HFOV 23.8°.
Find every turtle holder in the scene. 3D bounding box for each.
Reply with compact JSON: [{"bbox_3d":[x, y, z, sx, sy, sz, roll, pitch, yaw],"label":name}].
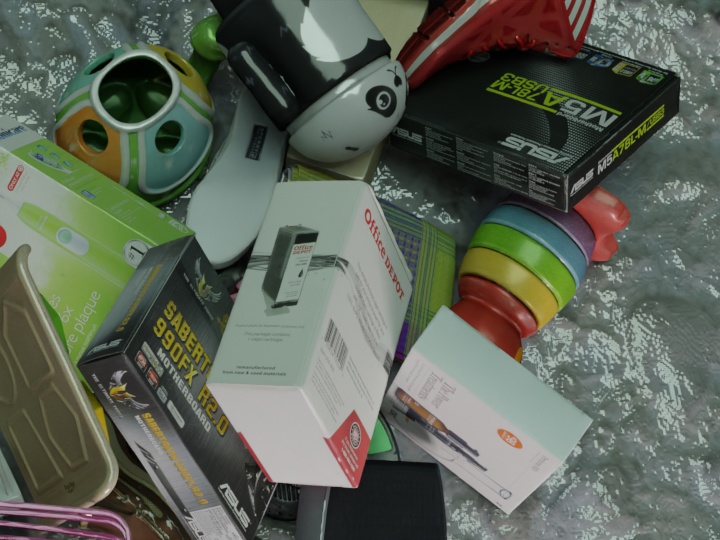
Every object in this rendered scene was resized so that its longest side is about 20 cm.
[{"bbox_3d":[-0.183,-0.138,1.517,0.185,0.132,0.142,-17,73,-14],"label":"turtle holder"}]

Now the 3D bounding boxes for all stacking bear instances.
[{"bbox_3d":[0.138,0.014,1.527,0.113,0.122,0.200,32,72,11],"label":"stacking bear"}]

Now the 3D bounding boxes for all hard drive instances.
[{"bbox_3d":[0.012,0.257,1.424,0.134,0.042,0.201,5,80,-18],"label":"hard drive"}]

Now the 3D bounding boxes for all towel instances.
[{"bbox_3d":[0.000,0.000,1.511,0.199,0.023,0.144,20,67,-32],"label":"towel"}]

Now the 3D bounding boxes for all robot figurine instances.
[{"bbox_3d":[-0.044,-0.191,1.480,0.150,0.125,0.200,-36,90,-11],"label":"robot figurine"}]

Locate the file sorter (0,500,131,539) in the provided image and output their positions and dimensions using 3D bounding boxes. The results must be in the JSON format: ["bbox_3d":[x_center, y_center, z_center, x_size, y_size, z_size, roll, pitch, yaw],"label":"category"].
[{"bbox_3d":[-0.246,0.259,1.323,0.138,0.200,0.126,6,69,-7],"label":"file sorter"}]

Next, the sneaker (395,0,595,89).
[{"bbox_3d":[0.132,-0.209,1.540,0.200,0.078,0.116,-41,105,9],"label":"sneaker"}]

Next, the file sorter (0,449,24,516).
[{"bbox_3d":[-0.391,0.144,1.352,0.199,0.125,0.139,-21,30,-16],"label":"file sorter"}]

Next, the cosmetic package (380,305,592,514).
[{"bbox_3d":[0.098,0.121,1.429,0.151,0.200,0.052,35,69,6],"label":"cosmetic package"}]

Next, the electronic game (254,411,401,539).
[{"bbox_3d":[-0.062,0.175,1.469,0.199,0.042,0.201,3,69,-8],"label":"electronic game"}]

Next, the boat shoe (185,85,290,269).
[{"bbox_3d":[-0.107,-0.084,1.541,0.071,0.070,0.201,16,67,-1],"label":"boat shoe"}]

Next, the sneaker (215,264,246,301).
[{"bbox_3d":[-0.149,0.064,1.474,0.095,0.079,0.200,19,51,34],"label":"sneaker"}]

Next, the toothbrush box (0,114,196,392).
[{"bbox_3d":[-0.264,-0.016,1.447,0.200,0.086,0.146,33,106,4],"label":"toothbrush box"}]

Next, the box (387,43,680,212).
[{"bbox_3d":[0.157,-0.146,1.549,0.199,0.048,0.193,24,44,32],"label":"box"}]

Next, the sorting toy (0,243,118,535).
[{"bbox_3d":[-0.251,0.096,1.342,0.036,0.185,0.201,-17,81,-31],"label":"sorting toy"}]

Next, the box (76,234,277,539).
[{"bbox_3d":[-0.128,0.098,1.350,0.201,0.048,0.159,62,30,-25],"label":"box"}]

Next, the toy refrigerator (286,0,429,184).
[{"bbox_3d":[-0.002,-0.165,1.591,0.076,0.070,0.201,17,67,5],"label":"toy refrigerator"}]

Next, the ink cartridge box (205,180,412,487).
[{"bbox_3d":[-0.035,0.049,1.355,0.082,0.147,0.201,0,52,23],"label":"ink cartridge box"}]

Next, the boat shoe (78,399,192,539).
[{"bbox_3d":[-0.202,0.197,1.421,0.075,0.075,0.202,-32,66,-30],"label":"boat shoe"}]
